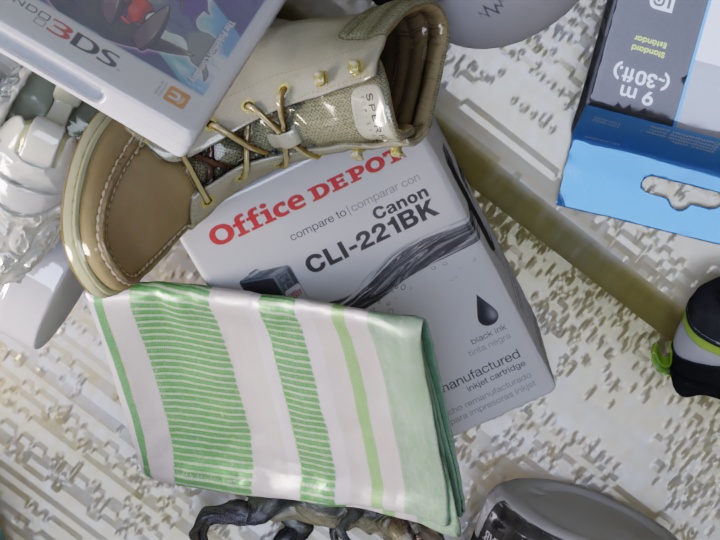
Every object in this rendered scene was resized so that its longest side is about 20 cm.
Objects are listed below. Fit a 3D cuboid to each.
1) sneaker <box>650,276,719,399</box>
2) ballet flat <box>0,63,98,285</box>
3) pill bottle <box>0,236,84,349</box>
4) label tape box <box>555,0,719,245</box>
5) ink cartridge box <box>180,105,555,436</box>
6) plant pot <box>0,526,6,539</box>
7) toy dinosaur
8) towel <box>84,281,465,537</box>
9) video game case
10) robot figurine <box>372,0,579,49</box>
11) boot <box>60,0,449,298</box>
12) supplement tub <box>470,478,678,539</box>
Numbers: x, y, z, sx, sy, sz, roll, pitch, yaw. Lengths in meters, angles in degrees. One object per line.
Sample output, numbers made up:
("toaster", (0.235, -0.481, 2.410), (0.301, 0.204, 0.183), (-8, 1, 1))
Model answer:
("sneaker", (0.264, 0.067, 1.406), (0.200, 0.072, 0.083), (22, 126, -1))
("ballet flat", (-0.157, -0.090, 1.283), (0.072, 0.072, 0.200), (25, 82, -2))
("pill bottle", (-0.243, -0.042, 1.359), (0.200, 0.120, 0.120), (29, 102, 3))
("label tape box", (0.201, -0.111, 1.361), (0.143, 0.066, 0.200), (14, 100, 0))
("ink cartridge box", (0.000, 0.000, 1.354), (0.144, 0.084, 0.200), (-25, 118, 7))
("plant pot", (-0.288, 0.221, 1.395), (0.195, 0.196, 0.200), (12, 94, 1))
("toy dinosaur", (-0.052, 0.139, 1.436), (0.200, 0.047, 0.088), (27, 87, -2))
("towel", (-0.045, 0.072, 1.327), (0.200, 0.023, 0.153), (8, 133, 25))
("video game case", (-0.128, -0.162, 1.231), (0.182, 0.200, 0.023), (30, 132, -3))
("robot figurine", (0.047, -0.215, 1.320), (0.125, 0.150, 0.200), (-39, 97, -11))
("boot", (-0.051, -0.067, 1.238), (0.154, 0.200, 0.072), (-1, 131, 32))
("supplement tub", (0.100, 0.230, 1.406), (0.122, 0.123, 0.200), (18, 103, -1))
